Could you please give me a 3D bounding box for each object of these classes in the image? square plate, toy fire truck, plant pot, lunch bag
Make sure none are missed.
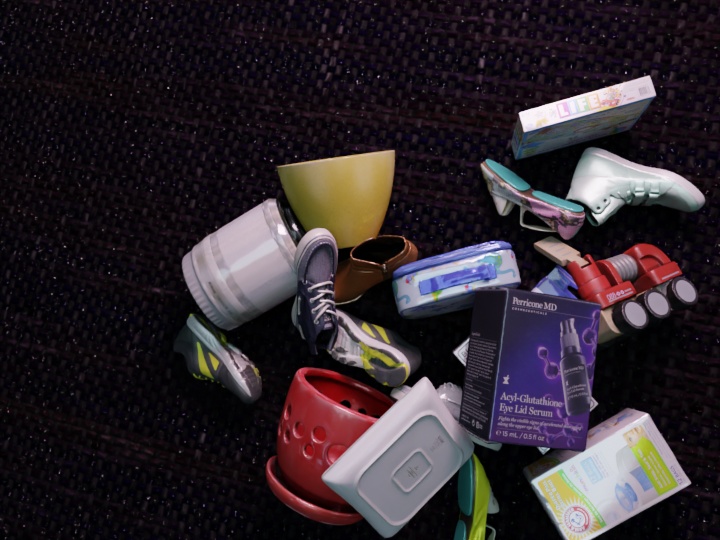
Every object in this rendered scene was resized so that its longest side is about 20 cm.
[{"bbox_3d":[0.068,0.280,0.830,0.198,0.201,0.028,-41,36,-8],"label":"square plate"},{"bbox_3d":[0.382,0.005,0.900,0.174,0.129,0.202,-17,71,-24],"label":"toy fire truck"},{"bbox_3d":[-0.039,0.274,0.895,0.198,0.200,0.185,21,91,12],"label":"plant pot"},{"bbox_3d":[0.150,0.018,0.916,0.197,0.161,0.084,-15,80,8],"label":"lunch bag"},{"bbox_3d":[-0.033,-0.116,0.967,0.196,0.200,0.145,-5,102,9],"label":"plant pot"}]

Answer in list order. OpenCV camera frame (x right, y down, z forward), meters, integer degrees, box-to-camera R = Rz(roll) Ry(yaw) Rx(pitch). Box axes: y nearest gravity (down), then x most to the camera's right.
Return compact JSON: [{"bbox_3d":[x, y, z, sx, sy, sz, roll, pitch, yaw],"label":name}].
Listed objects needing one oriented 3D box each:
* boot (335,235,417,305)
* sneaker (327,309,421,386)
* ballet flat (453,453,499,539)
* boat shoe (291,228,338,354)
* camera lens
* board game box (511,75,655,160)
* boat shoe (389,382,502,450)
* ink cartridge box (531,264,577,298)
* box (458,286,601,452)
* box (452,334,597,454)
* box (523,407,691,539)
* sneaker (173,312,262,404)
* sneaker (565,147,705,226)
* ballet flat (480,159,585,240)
[{"bbox_3d":[0.000,0.000,0.946,0.197,0.155,0.078,-15,80,7],"label":"boot"},{"bbox_3d":[0.015,0.126,0.966,0.199,0.084,0.076,32,115,33],"label":"sneaker"},{"bbox_3d":[0.185,0.393,0.914,0.066,0.067,0.204,8,86,-11],"label":"ballet flat"},{"bbox_3d":[-0.060,0.039,0.897,0.074,0.202,0.093,-13,45,-24],"label":"boat shoe"},{"bbox_3d":[-0.178,-0.013,0.977,0.198,0.160,0.162,-29,78,5],"label":"camera lens"},{"bbox_3d":[0.350,-0.241,0.930,0.197,0.134,0.035,-14,80,7],"label":"board game box"},{"bbox_3d":[0.145,0.220,0.932,0.198,0.070,0.072,25,78,-3],"label":"boat shoe"},{"bbox_3d":[0.301,0.100,0.941,0.119,0.042,0.200,43,89,12],"label":"ink cartridge box"},{"bbox_3d":[0.230,0.131,0.793,0.145,0.104,0.204,8,87,-12],"label":"box"},{"bbox_3d":[0.249,0.164,0.892,0.116,0.060,0.201,-41,80,3],"label":"box"},{"bbox_3d":[0.362,0.309,0.868,0.198,0.101,0.114,-31,78,4],"label":"box"},{"bbox_3d":[-0.253,0.168,1.018,0.200,0.074,0.085,45,97,21],"label":"sneaker"},{"bbox_3d":[0.432,-0.108,0.927,0.198,0.074,0.119,26,81,22],"label":"sneaker"},{"bbox_3d":[0.273,-0.112,0.958,0.199,0.069,0.072,35,122,26],"label":"ballet flat"}]
